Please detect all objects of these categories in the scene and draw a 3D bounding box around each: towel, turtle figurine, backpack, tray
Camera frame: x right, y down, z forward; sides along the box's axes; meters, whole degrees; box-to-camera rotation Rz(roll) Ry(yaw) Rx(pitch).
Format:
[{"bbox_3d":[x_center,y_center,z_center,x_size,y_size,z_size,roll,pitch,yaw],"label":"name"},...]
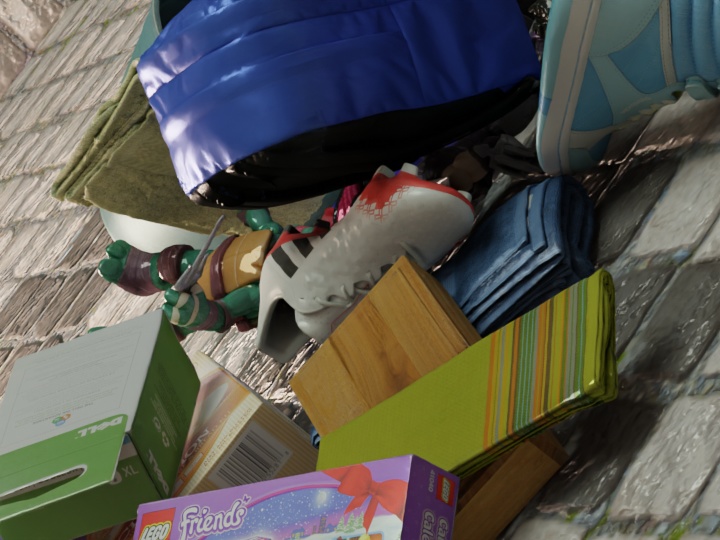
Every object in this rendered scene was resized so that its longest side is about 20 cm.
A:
[{"bbox_3d":[0.051,0.030,1.668,0.200,0.049,0.112,-44,16,23],"label":"towel"},{"bbox_3d":[-0.087,-0.003,1.871,0.200,0.101,0.150,-25,28,38],"label":"turtle figurine"},{"bbox_3d":[0.051,0.074,1.477,0.200,0.018,0.086,-33,31,32],"label":"towel"},{"bbox_3d":[-0.091,-0.080,1.928,0.148,0.199,0.037,-47,47,37],"label":"towel"},{"bbox_3d":[-0.031,-0.126,1.704,0.200,0.168,0.162,-21,-9,-33],"label":"backpack"},{"bbox_3d":[0.031,0.078,1.548,0.099,0.037,0.200,-48,32,8],"label":"tray"}]

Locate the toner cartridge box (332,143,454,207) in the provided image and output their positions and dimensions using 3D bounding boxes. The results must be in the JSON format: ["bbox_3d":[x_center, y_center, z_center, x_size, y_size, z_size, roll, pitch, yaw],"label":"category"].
[{"bbox_3d":[0.032,-0.062,1.936,0.200,0.043,0.095,-57,16,-22],"label":"toner cartridge box"}]

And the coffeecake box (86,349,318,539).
[{"bbox_3d":[-0.101,0.143,1.785,0.154,0.073,0.200,-52,15,-3],"label":"coffeecake box"}]

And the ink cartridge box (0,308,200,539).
[{"bbox_3d":[-0.163,0.108,1.722,0.103,0.059,0.200,-19,25,14],"label":"ink cartridge box"}]

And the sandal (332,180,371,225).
[{"bbox_3d":[0.001,-0.026,1.815,0.075,0.045,0.200,95,168,-44],"label":"sandal"}]

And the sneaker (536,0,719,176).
[{"bbox_3d":[0.166,-0.107,1.623,0.200,0.130,0.080,90,-170,-63],"label":"sneaker"}]

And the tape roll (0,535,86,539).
[{"bbox_3d":[-0.233,0.222,1.802,0.200,0.085,0.201,-168,90,-76],"label":"tape roll"}]

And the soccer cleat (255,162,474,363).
[{"bbox_3d":[0.000,0.000,1.691,0.200,0.068,0.085,-23,45,55],"label":"soccer cleat"}]

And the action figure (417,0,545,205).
[{"bbox_3d":[0.084,-0.089,1.820,0.200,0.069,0.130,-58,24,-12],"label":"action figure"}]

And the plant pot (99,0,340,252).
[{"bbox_3d":[-0.095,-0.092,2.107,0.188,0.200,0.200,-56,9,36],"label":"plant pot"}]

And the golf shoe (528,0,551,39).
[{"bbox_3d":[0.175,-0.168,1.721,0.088,0.077,0.200,-21,24,-23],"label":"golf shoe"}]

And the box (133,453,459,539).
[{"bbox_3d":[-0.043,0.173,1.460,0.200,0.039,0.137,-13,58,42],"label":"box"}]
